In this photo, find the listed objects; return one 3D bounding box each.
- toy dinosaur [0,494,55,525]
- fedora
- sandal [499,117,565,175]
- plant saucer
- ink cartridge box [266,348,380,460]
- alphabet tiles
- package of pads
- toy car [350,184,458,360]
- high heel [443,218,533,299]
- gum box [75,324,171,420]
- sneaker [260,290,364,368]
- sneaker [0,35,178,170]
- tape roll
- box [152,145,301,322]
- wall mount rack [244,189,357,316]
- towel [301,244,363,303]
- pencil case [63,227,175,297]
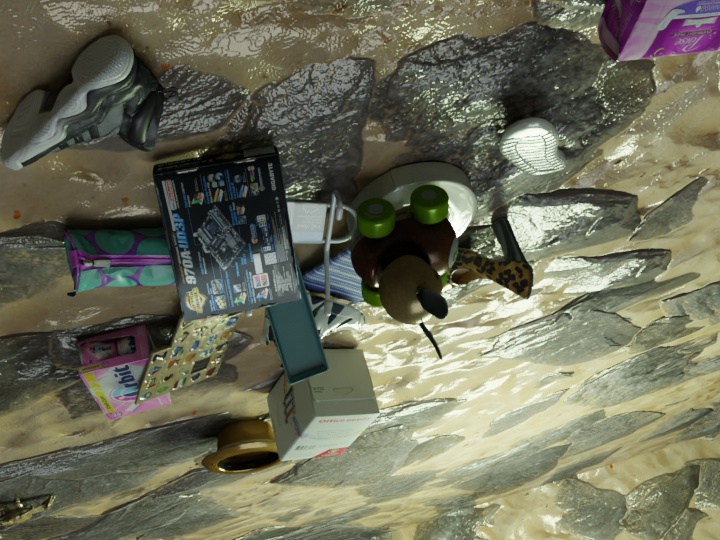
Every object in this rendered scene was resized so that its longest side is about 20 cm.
[{"bbox_3d":[-0.776,0.544,1.765,0.197,0.059,0.101,-17,151,-1],"label":"toy dinosaur"},{"bbox_3d":[-0.249,0.380,1.746,0.197,0.083,0.201,-8,151,-5],"label":"fedora"},{"bbox_3d":[0.239,-0.182,1.122,0.081,0.051,0.202,-10,165,18],"label":"sandal"},{"bbox_3d":[-0.108,0.071,1.240,0.069,0.203,0.019,-18,-168,-12],"label":"plant saucer"},{"bbox_3d":[-0.077,0.263,1.580,0.143,0.146,0.200,3,145,-29],"label":"ink cartridge box"},{"bbox_3d":[-0.280,0.133,1.324,0.166,0.008,0.201,-17,145,-44],"label":"alphabet tiles"},{"bbox_3d":[0.391,-0.317,0.947,0.197,0.076,0.121,-9,148,-13],"label":"package of pads"},{"bbox_3d":[0.083,0.015,1.094,0.155,0.201,0.166,-15,135,-10],"label":"toy car"},{"bbox_3d":[0.197,0.025,1.336,0.071,0.144,0.200,11,139,-39],"label":"high heel"},{"bbox_3d":[-0.394,0.171,1.345,0.112,0.067,0.201,-13,149,-10],"label":"gum box"},{"bbox_3d":[-0.085,0.104,1.317,0.079,0.131,0.198,16,176,43],"label":"sneaker"},{"bbox_3d":[-0.287,-0.155,0.861,0.199,0.076,0.113,-33,144,20],"label":"sneaker"},{"bbox_3d":[0.076,-0.084,1.203,0.200,0.037,0.204,-12,149,-7],"label":"tape roll"},{"bbox_3d":[-0.166,-0.045,1.022,0.156,0.046,0.203,-11,113,-8],"label":"box"},{"bbox_3d":[-0.096,-0.028,1.114,0.197,0.075,0.176,1,121,-13],"label":"wall mount rack"},{"bbox_3d":[0.000,0.000,1.267,0.143,0.024,0.199,16,151,-36],"label":"towel"},{"bbox_3d":[-0.291,-0.016,1.073,0.197,0.087,0.092,-4,-169,-24],"label":"pencil case"}]
